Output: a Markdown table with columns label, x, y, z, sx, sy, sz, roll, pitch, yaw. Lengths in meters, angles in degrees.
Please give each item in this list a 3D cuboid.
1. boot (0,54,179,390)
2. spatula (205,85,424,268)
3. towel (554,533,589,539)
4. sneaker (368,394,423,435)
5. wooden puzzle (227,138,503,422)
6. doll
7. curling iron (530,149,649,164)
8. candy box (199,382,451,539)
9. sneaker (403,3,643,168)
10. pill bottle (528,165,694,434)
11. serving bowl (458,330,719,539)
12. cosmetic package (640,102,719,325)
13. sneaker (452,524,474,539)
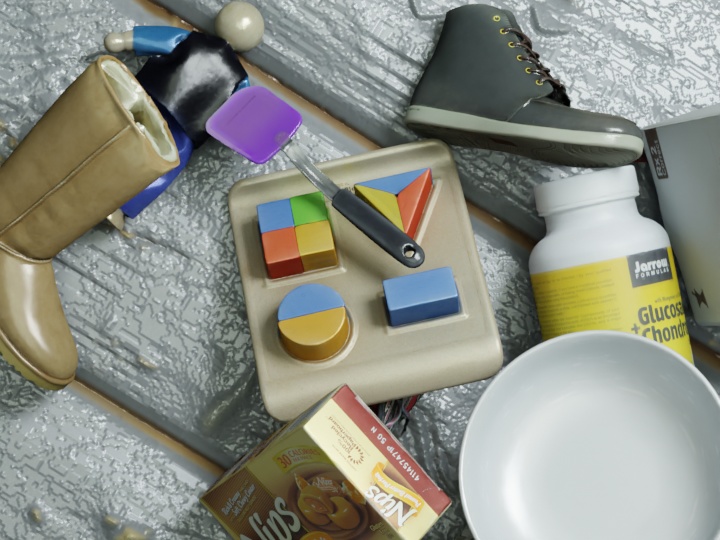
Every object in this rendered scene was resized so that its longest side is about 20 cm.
| label | x | y | z | sx | sy | sz | roll | pitch | yaw |
| --- | --- | --- | --- | --- | --- | --- | --- | --- | --- |
| boot | -0.212 | -0.031 | 1.277 | 0.199 | 0.066 | 0.176 | -36 | 91 | 21 |
| spatula | -0.029 | -0.068 | 1.295 | 0.200 | 0.021 | 0.057 | 40 | 75 | 8 |
| towel | 0.228 | 0.168 | 1.321 | 0.198 | 0.145 | 0.024 | -6 | 122 | -5 |
| sneaker | 0.027 | 0.079 | 1.329 | 0.080 | 0.075 | 0.201 | 33 | 85 | -2 |
| wooden puzzle | 0.000 | 0.000 | 1.305 | 0.183 | 0.046 | 0.202 | -12 | 66 | -1 |
| doll | -0.149 | -0.132 | 1.333 | 0.136 | 0.048 | 0.200 | 43 | 86 | -3 |
| curling iron | 0.227 | -0.095 | 1.367 | 0.198 | 0.050 | 0.026 | 1 | 91 | -11 |
| candy box | -0.031 | 0.169 | 1.260 | 0.116 | 0.200 | 0.055 | 49 | 56 | -1 |
| sneaker | 0.130 | -0.145 | 1.308 | 0.199 | 0.075 | 0.107 | 13 | 83 | 30 |
| pill bottle | 0.192 | 0.026 | 1.326 | 0.111 | 0.112 | 0.202 | -11 | 90 | -5 |
| serving bowl | 0.173 | 0.149 | 1.232 | 0.198 | 0.066 | 0.202 | -5 | 71 | 13 |
| cosmetic package | 0.349 | -0.064 | 1.297 | 0.198 | 0.165 | 0.166 | -19 | 94 | -15 |
| sneaker | 0.102 | 0.248 | 1.340 | 0.198 | 0.078 | 0.100 | -21 | 113 | -10 |
